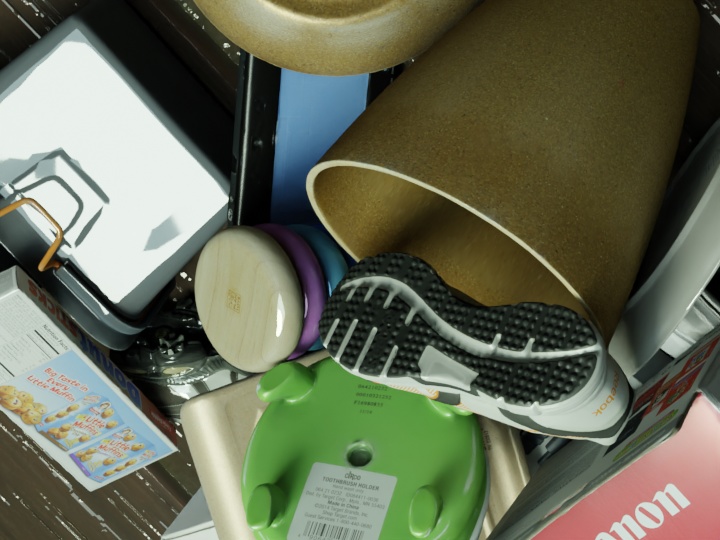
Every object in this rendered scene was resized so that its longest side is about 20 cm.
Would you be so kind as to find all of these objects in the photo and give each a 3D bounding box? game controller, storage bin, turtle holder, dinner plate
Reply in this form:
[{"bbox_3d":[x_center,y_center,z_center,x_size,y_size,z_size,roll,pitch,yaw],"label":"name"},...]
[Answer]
[{"bbox_3d":[-0.029,-0.082,1.141,0.104,0.042,0.201,-3,111,-23],"label":"game controller"},{"bbox_3d":[-0.164,-0.071,1.189,0.134,0.146,0.200,-40,99,22],"label":"storage bin"},{"bbox_3d":[0.004,0.115,1.079,0.141,0.186,0.132,-16,142,1],"label":"turtle holder"},{"bbox_3d":[0.183,-0.030,1.037,0.024,0.200,0.200,31,123,-2],"label":"dinner plate"}]

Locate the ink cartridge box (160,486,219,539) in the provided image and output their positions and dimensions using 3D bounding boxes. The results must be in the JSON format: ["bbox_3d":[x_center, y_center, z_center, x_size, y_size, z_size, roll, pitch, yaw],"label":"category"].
[{"bbox_3d":[-0.027,0.210,1.276,0.084,0.146,0.200,-21,108,33],"label":"ink cartridge box"}]

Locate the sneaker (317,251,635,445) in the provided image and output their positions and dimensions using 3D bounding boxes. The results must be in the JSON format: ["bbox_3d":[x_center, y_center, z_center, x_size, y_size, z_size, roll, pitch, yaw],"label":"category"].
[{"bbox_3d":[0.059,0.049,0.998,0.200,0.074,0.080,21,166,43],"label":"sneaker"}]

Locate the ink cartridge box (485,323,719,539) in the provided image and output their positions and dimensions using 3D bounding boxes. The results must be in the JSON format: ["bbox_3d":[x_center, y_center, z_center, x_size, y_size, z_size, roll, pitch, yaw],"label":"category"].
[{"bbox_3d":[0.165,0.129,1.076,0.084,0.176,0.200,47,126,1],"label":"ink cartridge box"}]

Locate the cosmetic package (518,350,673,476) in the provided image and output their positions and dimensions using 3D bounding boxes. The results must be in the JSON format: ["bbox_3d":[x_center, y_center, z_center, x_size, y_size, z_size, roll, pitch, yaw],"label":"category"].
[{"bbox_3d":[0.143,0.108,1.217,0.200,0.052,0.151,37,126,-2],"label":"cosmetic package"}]

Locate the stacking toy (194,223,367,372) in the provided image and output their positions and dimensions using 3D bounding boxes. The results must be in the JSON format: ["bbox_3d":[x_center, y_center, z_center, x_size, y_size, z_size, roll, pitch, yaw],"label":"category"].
[{"bbox_3d":[0.000,0.000,1.134,0.085,0.200,0.086,16,112,44],"label":"stacking toy"}]

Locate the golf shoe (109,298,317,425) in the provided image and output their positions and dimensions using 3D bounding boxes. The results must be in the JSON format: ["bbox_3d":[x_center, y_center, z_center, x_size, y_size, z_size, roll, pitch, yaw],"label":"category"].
[{"bbox_3d":[-0.069,0.074,1.271,0.199,0.078,0.095,7,131,24],"label":"golf shoe"}]

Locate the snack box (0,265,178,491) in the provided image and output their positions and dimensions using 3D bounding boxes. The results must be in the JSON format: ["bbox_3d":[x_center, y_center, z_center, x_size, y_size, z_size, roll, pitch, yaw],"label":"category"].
[{"bbox_3d":[-0.197,0.074,1.212,0.072,0.024,0.200,-26,137,10],"label":"snack box"}]

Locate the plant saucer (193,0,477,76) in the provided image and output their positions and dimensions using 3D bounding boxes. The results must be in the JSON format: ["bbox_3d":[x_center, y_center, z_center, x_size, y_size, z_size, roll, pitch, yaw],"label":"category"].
[{"bbox_3d":[-0.015,-0.211,1.059,0.199,0.035,0.201,0,95,3],"label":"plant saucer"}]

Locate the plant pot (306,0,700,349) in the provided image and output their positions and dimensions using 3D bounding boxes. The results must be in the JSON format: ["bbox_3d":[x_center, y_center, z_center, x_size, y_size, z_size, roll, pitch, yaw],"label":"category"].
[{"bbox_3d":[0.101,-0.077,1.036,0.186,0.200,0.186,31,162,11],"label":"plant pot"}]

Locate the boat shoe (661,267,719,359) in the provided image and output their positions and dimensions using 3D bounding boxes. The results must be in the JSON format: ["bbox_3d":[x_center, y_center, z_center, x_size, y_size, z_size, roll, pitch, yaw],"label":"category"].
[{"bbox_3d":[0.259,0.047,1.136,0.200,0.070,0.066,34,125,9],"label":"boat shoe"}]

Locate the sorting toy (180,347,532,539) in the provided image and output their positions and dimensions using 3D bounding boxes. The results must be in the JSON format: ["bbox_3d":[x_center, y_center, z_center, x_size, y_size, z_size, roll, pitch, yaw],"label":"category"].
[{"bbox_3d":[0.005,0.133,1.180,0.199,0.036,0.186,-19,102,-9],"label":"sorting toy"}]

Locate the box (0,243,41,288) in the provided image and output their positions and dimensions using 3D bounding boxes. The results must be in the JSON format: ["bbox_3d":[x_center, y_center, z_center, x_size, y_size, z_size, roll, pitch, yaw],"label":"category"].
[{"bbox_3d":[-0.316,-0.010,1.226,0.200,0.079,0.141,35,119,-6],"label":"box"}]
